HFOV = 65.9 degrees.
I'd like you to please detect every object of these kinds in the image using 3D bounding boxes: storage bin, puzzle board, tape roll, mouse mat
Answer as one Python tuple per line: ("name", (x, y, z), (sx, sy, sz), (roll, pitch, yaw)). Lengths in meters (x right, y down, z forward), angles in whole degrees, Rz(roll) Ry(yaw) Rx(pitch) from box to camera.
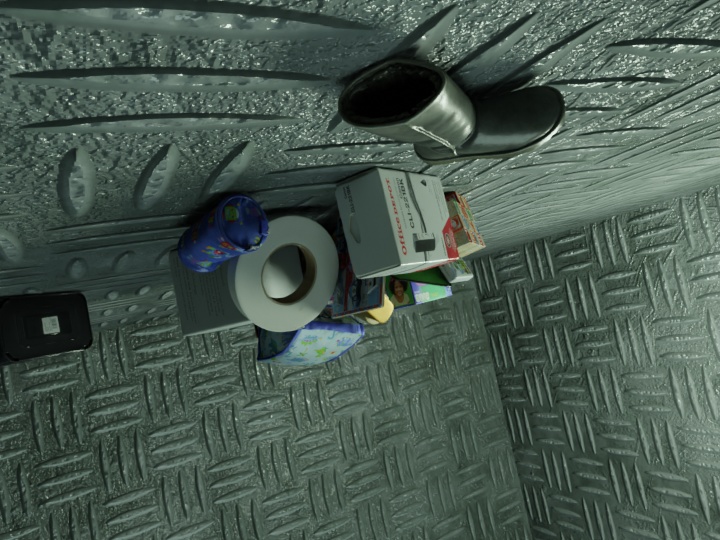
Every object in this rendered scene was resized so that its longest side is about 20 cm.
("storage bin", (-0.717, 0.128, 1.233), (0.093, 0.137, 0.199), (-14, 175, 30))
("puzzle board", (-0.005, -0.026, 0.970), (0.017, 0.203, 0.150), (12, 162, -32))
("tape roll", (-0.128, 0.004, 0.949), (0.200, 0.206, 0.037), (-10, -161, -33))
("mouse mat", (0.074, -0.040, 1.060), (0.159, 0.201, 0.008), (8, 124, -39))

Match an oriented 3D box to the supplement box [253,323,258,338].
("supplement box", (-0.206, 0.059, 1.425), (0.131, 0.200, 0.200), (-10, 175, -23))

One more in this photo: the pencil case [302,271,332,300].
("pencil case", (-0.104, 0.037, 1.256), (0.197, 0.090, 0.088), (-9, 176, -2))

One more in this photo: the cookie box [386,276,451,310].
("cookie box", (0.116, -0.026, 1.245), (0.075, 0.203, 0.170), (-17, 175, 36))

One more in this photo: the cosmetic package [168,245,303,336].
("cosmetic package", (-0.234, 0.022, 1.081), (0.198, 0.168, 0.164), (-14, 176, 28))

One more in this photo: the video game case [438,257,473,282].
("video game case", (0.159, -0.057, 1.141), (0.022, 0.184, 0.200), (-36, 168, 16))

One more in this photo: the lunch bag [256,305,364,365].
("lunch bag", (-0.112, 0.137, 1.212), (0.168, 0.130, 0.199), (6, 165, -35))

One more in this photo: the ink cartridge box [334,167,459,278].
("ink cartridge box", (0.062, -0.072, 0.866), (0.083, 0.147, 0.199), (-17, 174, 35))

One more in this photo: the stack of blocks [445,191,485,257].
("stack of blocks", (0.189, -0.093, 1.116), (0.058, 0.117, 0.200), (-24, 172, 19))

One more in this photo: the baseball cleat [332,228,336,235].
("baseball cleat", (-0.015, -0.058, 1.250), (0.106, 0.070, 0.199), (-40, 154, 24))

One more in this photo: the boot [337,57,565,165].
("boot", (0.096, -0.154, 0.521), (0.180, 0.074, 0.199), (-16, 168, 21))

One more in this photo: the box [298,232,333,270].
("box", (-0.096, -0.042, 1.292), (0.198, 0.076, 0.100), (-12, 176, -34))

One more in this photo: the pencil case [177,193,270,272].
("pencil case", (-0.203, -0.050, 0.820), (0.086, 0.079, 0.199), (17, 161, -31))

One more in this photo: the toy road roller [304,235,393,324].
("toy road roller", (0.000, 0.000, 1.130), (0.122, 0.147, 0.200), (22, 161, 47))
